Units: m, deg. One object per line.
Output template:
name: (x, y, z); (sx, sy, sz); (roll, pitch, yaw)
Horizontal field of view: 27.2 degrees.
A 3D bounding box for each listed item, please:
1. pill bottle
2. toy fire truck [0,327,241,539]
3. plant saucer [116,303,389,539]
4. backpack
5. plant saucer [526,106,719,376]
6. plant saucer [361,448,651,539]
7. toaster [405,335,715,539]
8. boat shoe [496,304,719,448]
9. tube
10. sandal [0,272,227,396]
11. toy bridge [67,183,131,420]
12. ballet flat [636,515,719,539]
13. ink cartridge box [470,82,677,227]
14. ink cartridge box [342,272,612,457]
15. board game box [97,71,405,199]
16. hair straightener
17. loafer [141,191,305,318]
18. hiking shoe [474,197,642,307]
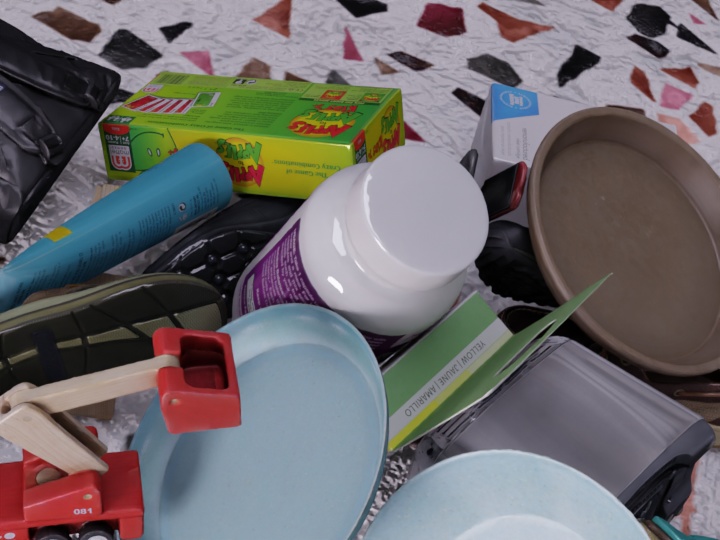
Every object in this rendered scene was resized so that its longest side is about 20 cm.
pill bottle: (0.000, 0.000, 0.939); (0.112, 0.200, 0.113); (9, 66, -21)
toy fire truck: (-0.170, 0.101, 0.836); (0.199, 0.141, 0.049); (-4, 47, -12)
plant saucer: (-0.060, 0.115, 0.868); (0.027, 0.200, 0.201); (37, 26, -43)
backpack: (-0.298, -0.119, 1.043); (0.200, 0.154, 0.163); (35, 48, -12)
plant saucer: (0.191, -0.018, 1.020); (0.199, 0.029, 0.201); (14, 60, -26)
plant saucer: (0.086, 0.200, 0.825); (0.201, 0.201, 0.039); (42, 15, 24)
toaster: (0.116, 0.135, 0.929); (0.129, 0.114, 0.200); (37, 56, 24)
boat shoe: (0.191, 0.060, 1.055); (0.199, 0.072, 0.072); (22, 43, 5)
tube: (-0.171, -0.022, 0.986); (0.050, 0.078, 0.200); (43, 50, 14)
sandal: (-0.182, 0.036, 0.922); (0.200, 0.080, 0.057); (-10, 35, -14)
toy bridge: (-0.189, 0.013, 1.013); (0.067, 0.027, 0.201); (8, 45, -9)
ballet flat: (0.202, 0.195, 0.907); (0.200, 0.071, 0.071); (27, 24, -53)
ink cartridge box: (0.192, -0.073, 1.186); (0.199, 0.068, 0.116); (12, 38, -5)
ink cartridge box: (0.048, 0.062, 0.917); (0.048, 0.200, 0.145); (49, 48, 3)
board game box: (-0.078, -0.100, 1.089); (0.199, 0.048, 0.102); (7, 32, 21)
hair straightener: (0.056, -0.059, 1.071); (0.077, 0.200, 0.041); (14, 86, -10)
loafer: (-0.074, -0.018, 1.063); (0.200, 0.068, 0.070); (-28, 23, -30)
hiking shoe: (0.157, -0.022, 1.071); (0.199, 0.076, 0.101); (15, 78, -42)
